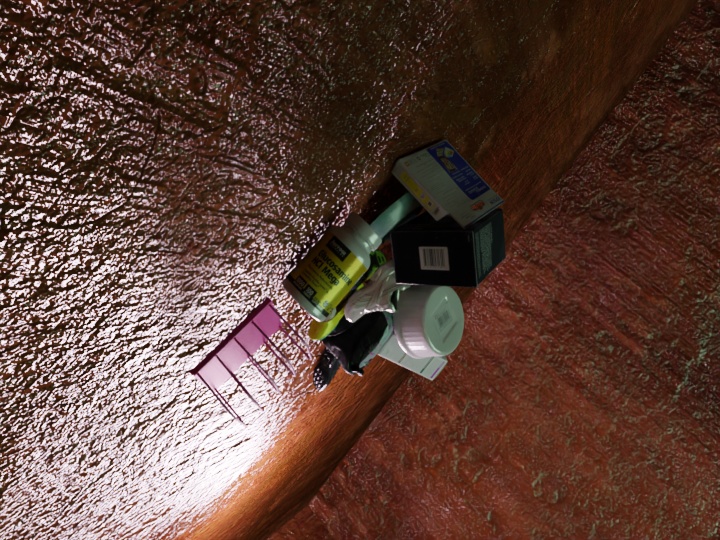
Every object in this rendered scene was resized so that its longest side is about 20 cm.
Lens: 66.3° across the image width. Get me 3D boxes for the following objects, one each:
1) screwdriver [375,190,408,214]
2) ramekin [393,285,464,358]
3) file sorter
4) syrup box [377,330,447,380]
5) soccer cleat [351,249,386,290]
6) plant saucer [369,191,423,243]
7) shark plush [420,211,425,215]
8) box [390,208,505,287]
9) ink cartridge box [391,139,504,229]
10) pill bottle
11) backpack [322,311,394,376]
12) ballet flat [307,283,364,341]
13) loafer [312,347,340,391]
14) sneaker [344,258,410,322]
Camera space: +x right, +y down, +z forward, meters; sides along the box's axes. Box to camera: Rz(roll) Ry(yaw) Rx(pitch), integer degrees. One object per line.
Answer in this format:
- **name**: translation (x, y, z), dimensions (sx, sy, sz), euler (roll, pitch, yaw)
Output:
- **screwdriver**: translation (0.094, -0.163, 1.259), dimensions (0.029, 0.029, 0.199), euler (-25, -174, 40)
- **ramekin**: translation (0.186, 0.129, 1.444), dimensions (0.096, 0.206, 0.199), euler (-5, -158, 47)
- **file sorter**: translation (-0.204, 0.188, 1.086), dimensions (0.200, 0.125, 0.140), euler (-44, 162, -16)
- **syrup box**: translation (0.141, 0.221, 1.541), dimensions (0.082, 0.196, 0.079), euler (-52, -156, 21)
- **soccer cleat**: translation (-0.001, -0.001, 1.339), dimensions (0.082, 0.066, 0.199), euler (-27, -179, 34)
- **plant saucer**: translation (0.081, -0.115, 1.237), dimensions (0.198, 0.036, 0.200), euler (-40, 174, -5)
- **shark plush**: translation (0.181, -0.105, 1.435), dimensions (0.196, 0.085, 0.091), euler (-32, 167, 6)
- **box**: translation (0.196, -0.057, 1.218), dimensions (0.197, 0.195, 0.128), euler (-30, 117, -53)
- **ink cartridge box**: translation (0.191, -0.180, 1.183), dimensions (0.196, 0.201, 0.047), euler (-29, 165, -45)
- **pill bottle**: translation (-0.051, -0.011, 1.080), dimensions (0.201, 0.112, 0.113), euler (-49, 162, -3)
- **backpack**: translation (0.004, 0.152, 1.454), dimensions (0.201, 0.167, 0.126), euler (-48, 175, 24)
- **ballet flat**: translation (-0.062, 0.084, 1.347), dimensions (0.199, 0.066, 0.068), euler (-43, 141, -30)
- **loafer**: translation (-0.090, 0.285, 1.652), dimensions (0.069, 0.068, 0.204), euler (-17, 141, -43)
- **sneaker**: translation (0.039, 0.070, 1.288), dimensions (0.200, 0.100, 0.077), euler (-47, 166, 31)
